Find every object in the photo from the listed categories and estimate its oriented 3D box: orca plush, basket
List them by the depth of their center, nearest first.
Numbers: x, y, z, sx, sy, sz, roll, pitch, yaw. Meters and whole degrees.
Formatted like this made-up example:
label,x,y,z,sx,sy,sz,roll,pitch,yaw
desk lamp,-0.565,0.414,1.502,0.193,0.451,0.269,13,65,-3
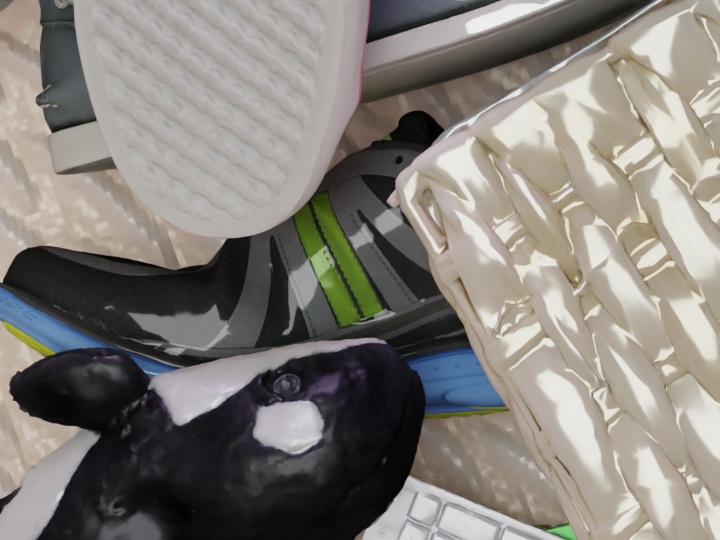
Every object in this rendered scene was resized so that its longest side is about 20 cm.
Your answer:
label,x,y,z,sx,sy,sz,roll,pitch,yaw
basket,0.110,0.024,0.707,0.135,0.123,0.200,-31,88,10
orca plush,-0.075,0.082,0.777,0.199,0.071,0.105,-13,125,10

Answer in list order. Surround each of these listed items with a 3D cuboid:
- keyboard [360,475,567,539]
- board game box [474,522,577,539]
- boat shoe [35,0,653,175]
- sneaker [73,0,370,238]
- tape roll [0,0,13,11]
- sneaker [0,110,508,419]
label,x,y,z,sx,sy,sz,roll,pitch,yaw
keyboard,-0.003,0.157,0.815,0.056,0.011,0.200,22,94,10
board game box,-0.017,0.134,0.835,0.200,0.030,0.096,-13,87,13
boat shoe,-0.005,-0.076,0.798,0.200,0.073,0.062,-15,85,29
sneaker,-0.022,-0.115,0.749,0.075,0.105,0.201,3,110,20
tape roll,-0.133,-0.176,0.775,0.139,0.203,0.203,25,93,10
sneaker,0.000,0.000,0.817,0.199,0.071,0.083,-4,83,5
